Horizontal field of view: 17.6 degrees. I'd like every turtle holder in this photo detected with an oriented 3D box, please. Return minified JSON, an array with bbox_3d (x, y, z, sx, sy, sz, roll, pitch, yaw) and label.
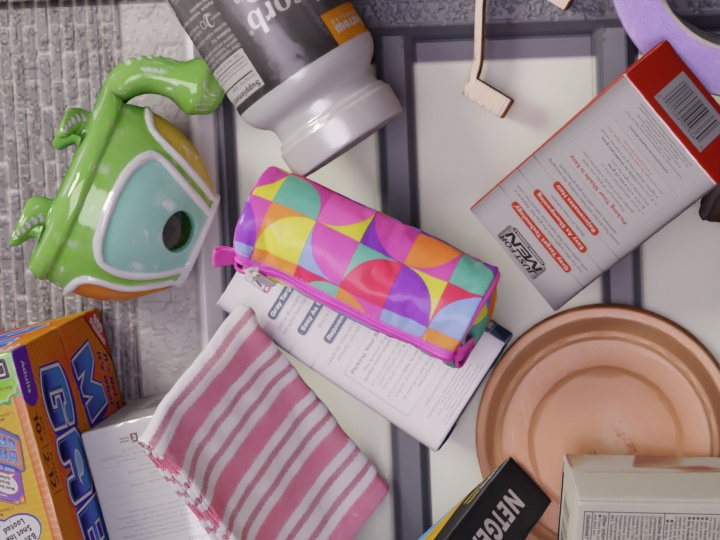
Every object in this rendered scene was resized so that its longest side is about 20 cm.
[{"bbox_3d":[-0.172,-0.064,1.740,0.131,0.141,0.187,24,62,-8],"label":"turtle holder"}]

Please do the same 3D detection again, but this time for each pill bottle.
[{"bbox_3d":[-0.061,-0.175,1.698,0.116,0.116,0.201,-34,90,14],"label":"pill bottle"}]

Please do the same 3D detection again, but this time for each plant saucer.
[{"bbox_3d":[0.183,0.126,1.734,0.199,0.032,0.202,2,98,12],"label":"plant saucer"}]

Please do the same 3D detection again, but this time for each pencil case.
[{"bbox_3d":[0.000,0.000,1.666,0.199,0.088,0.089,22,102,8],"label":"pencil case"}]

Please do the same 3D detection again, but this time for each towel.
[{"bbox_3d":[-0.065,0.141,1.704,0.030,0.147,0.200,-10,125,44],"label":"towel"}]

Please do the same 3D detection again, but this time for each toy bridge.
[{"bbox_3d":[0.126,-0.213,1.700,0.067,0.027,0.201,31,101,6],"label":"toy bridge"}]

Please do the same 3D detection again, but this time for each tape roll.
[{"bbox_3d":[0.268,-0.224,1.627,0.198,0.085,0.202,1,101,3],"label":"tape roll"}]

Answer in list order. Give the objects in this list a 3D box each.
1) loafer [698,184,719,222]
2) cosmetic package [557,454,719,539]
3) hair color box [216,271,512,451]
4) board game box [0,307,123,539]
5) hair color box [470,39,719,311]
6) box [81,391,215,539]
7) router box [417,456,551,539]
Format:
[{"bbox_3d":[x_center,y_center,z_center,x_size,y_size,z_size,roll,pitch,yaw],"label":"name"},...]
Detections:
[{"bbox_3d":[0.326,-0.090,1.652,0.200,0.073,0.071,-41,88,14],"label":"loafer"},{"bbox_3d":[0.244,0.193,1.673,0.198,0.087,0.104,3,108,-3],"label":"cosmetic package"},{"bbox_3d":[0.004,0.036,1.742,0.199,0.061,0.100,34,100,5],"label":"hair color box"},{"bbox_3d":[-0.291,0.161,1.748,0.198,0.200,0.201,-14,95,13],"label":"board game box"},{"bbox_3d":[0.175,-0.064,1.642,0.102,0.061,0.200,50,139,1],"label":"hair color box"},{"bbox_3d":[-0.124,0.195,1.758,0.097,0.124,0.202,-14,94,13],"label":"box"},{"bbox_3d":[0.047,0.230,1.675,0.051,0.200,0.149,46,117,1],"label":"router box"}]
